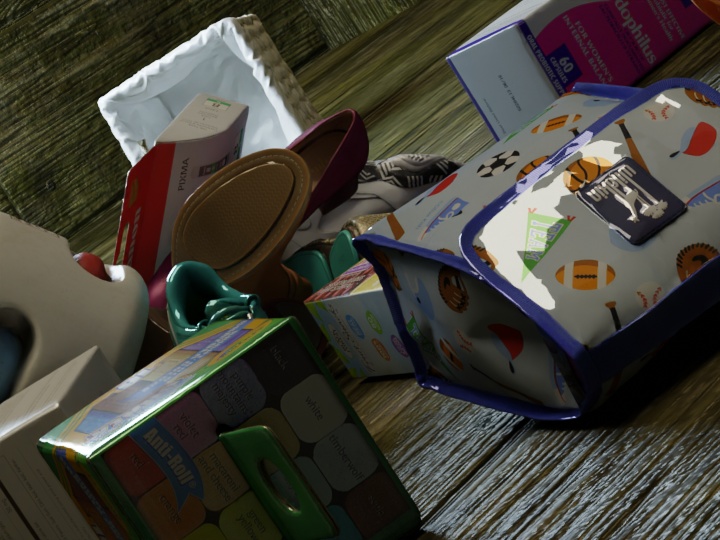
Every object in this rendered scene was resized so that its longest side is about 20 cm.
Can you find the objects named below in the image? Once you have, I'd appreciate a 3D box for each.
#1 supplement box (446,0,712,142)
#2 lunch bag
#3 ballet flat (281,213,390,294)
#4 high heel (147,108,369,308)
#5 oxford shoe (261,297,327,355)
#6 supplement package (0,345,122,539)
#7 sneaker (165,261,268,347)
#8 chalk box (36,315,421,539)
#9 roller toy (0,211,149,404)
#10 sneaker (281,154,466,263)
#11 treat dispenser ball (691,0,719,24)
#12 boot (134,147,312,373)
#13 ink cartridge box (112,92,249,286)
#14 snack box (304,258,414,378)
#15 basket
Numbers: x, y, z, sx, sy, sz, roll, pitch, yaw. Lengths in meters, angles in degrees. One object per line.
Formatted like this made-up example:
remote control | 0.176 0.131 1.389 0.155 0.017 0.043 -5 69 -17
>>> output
supplement box | 0.187 -0.195 2.155 0.200 0.101 0.103 -39 11 -36
lunch bag | 0.118 -0.012 1.299 0.170 0.124 0.200 -36 23 -18
ballet flat | 0.000 0.000 1.851 0.075 0.068 0.200 -14 -8 -22
high heel | -0.078 -0.045 1.859 0.200 0.067 0.096 -41 -21 -22
oxford shoe | -0.100 0.100 1.695 0.200 0.070 0.075 -36 -14 -32
supplement package | -0.216 0.157 1.536 0.200 0.120 0.121 -31 10 13
sneaker | -0.074 0.058 1.589 0.077 0.080 0.200 -27 33 -17
chalk box | -0.062 0.105 1.259 0.124 0.125 0.200 -34 7 -13
roller toy | -0.231 0.058 1.670 0.183 0.140 0.200 -52 19 44
sneaker | 0.003 -0.032 2.003 0.199 0.115 0.075 1 -4 -21
treat dispenser ball | 0.294 -0.247 1.705 0.201 0.201 0.201 -32 8 5
boot | -0.071 0.003 1.771 0.200 0.074 0.155 -50 -27 17
ink cartridge box | -0.137 -0.027 1.907 0.050 0.161 0.200 13 22 5
snack box | 0.077 -0.008 1.589 0.169 0.068 0.200 -36 10 -19
basket | -0.165 -0.178 3.036 0.200 0.198 0.161 -31 6 15
